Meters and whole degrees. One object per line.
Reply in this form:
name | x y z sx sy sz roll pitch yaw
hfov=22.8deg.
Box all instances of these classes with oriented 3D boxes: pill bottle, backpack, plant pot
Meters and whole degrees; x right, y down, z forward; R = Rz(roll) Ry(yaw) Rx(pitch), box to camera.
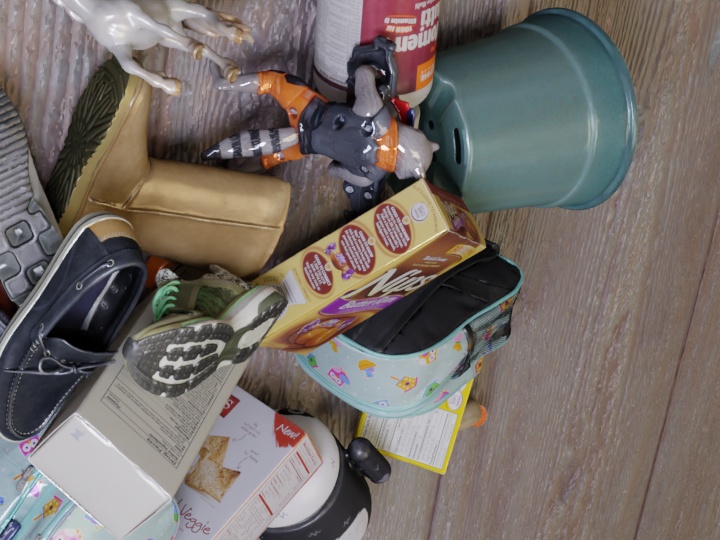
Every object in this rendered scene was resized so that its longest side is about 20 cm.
pill bottle | 0.014 -0.207 1.571 0.109 0.109 0.201 -26 132 -39
backpack | 0.032 0.049 1.701 0.199 0.175 0.154 -31 146 -43
backpack | -0.242 0.191 1.504 0.176 0.153 0.201 38 75 -50
plant pot | 0.126 -0.140 1.705 0.195 0.200 0.202 -14 125 -36

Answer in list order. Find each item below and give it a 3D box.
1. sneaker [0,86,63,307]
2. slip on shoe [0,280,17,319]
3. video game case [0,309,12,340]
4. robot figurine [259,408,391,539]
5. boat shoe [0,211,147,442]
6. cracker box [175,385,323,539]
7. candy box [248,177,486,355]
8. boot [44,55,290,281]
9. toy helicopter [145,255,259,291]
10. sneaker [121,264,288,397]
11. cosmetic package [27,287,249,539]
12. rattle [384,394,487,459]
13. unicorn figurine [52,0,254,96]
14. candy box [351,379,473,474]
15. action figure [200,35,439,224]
sneaker | -0.277 -0.060 1.357 0.074 0.088 0.201 -22 110 -11
slip on shoe | -0.297 0.024 1.386 0.200 0.073 0.062 57 44 -56
video game case | -0.327 0.065 1.346 0.142 0.019 0.200 -21 143 11
robot figurine | -0.061 0.216 1.764 0.151 0.124 0.200 -52 148 -14
boat shoe | -0.218 0.052 1.325 0.074 0.062 0.201 10 118 -48
cracker box | -0.149 0.204 1.636 0.200 0.133 0.058 -47 142 -19
candy box | 0.000 0.000 1.539 0.199 0.057 0.117 -32 164 14
boot | -0.144 -0.081 1.449 0.199 0.066 0.176 11 125 -34
toy helicopter | -0.146 0.059 1.612 0.132 0.079 0.201 -23 142 -53
sneaker | -0.142 0.039 1.418 0.077 0.088 0.200 -59 163 21
cosmetic package | -0.173 0.109 1.425 0.071 0.105 0.200 -40 -169 31
rattle | 0.067 0.127 1.944 0.130 0.143 0.200 -40 172 29
unicorn figurine | -0.168 -0.193 1.359 0.074 0.137 0.200 -58 164 7
candy box | 0.068 0.099 1.833 0.026 0.101 0.202 137 -29 -82
action figure | -0.029 -0.095 1.523 0.105 0.192 0.201 -61 152 -56
